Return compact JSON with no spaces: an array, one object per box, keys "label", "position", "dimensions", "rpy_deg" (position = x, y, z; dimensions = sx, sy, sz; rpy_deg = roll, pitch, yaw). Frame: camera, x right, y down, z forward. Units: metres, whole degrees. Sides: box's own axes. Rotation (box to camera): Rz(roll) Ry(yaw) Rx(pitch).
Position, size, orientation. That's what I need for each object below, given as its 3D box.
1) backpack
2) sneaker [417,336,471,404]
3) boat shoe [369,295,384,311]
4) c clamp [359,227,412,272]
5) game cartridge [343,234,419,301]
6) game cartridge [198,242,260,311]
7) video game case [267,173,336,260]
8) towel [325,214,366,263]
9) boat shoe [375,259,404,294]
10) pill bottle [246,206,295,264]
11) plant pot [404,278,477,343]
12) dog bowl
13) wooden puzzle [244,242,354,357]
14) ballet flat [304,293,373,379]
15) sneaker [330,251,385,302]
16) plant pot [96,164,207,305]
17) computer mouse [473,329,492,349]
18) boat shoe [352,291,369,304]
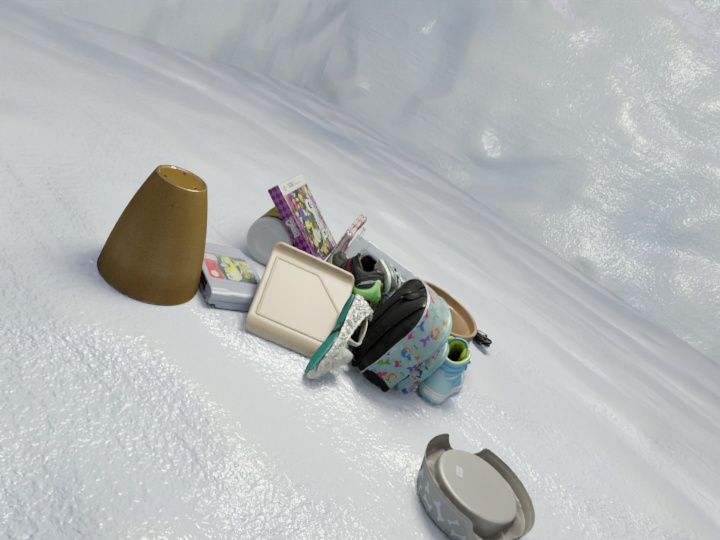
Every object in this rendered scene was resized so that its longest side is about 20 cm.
[{"label":"backpack","position":[0.089,0.124,1.142],"dimensions":[0.149,0.201,0.178],"rpy_deg":[35,17,-21]},{"label":"sneaker","position":[0.198,0.190,1.225],"dimensions":[0.079,0.133,0.199],"rpy_deg":[32,21,15]},{"label":"boat shoe","position":[0.005,0.074,1.332],"dimensions":[0.197,0.064,0.074],"rpy_deg":[27,25,-2]},{"label":"c clamp","position":[0.050,0.005,1.446],"dimensions":[0.197,0.173,0.027],"rpy_deg":[31,-22,7]},{"label":"game cartridge","position":[0.036,0.020,1.412],"dimensions":[0.198,0.134,0.041],"rpy_deg":[36,-20,9]},{"label":"game cartridge","position":[-0.270,0.008,1.184],"dimensions":[0.131,0.041,0.201],"rpy_deg":[16,25,-40]},{"label":"video game case","position":[-0.130,-0.118,1.368],"dimensions":[0.203,0.035,0.181],"rpy_deg":[64,18,-10]},{"label":"towel","position":[-0.043,-0.057,1.455],"dimensions":[0.030,0.148,0.200],"rpy_deg":[34,21,0]},{"label":"boat shoe","position":[0.066,0.013,1.297],"dimensions":[0.060,0.075,0.200],"rpy_deg":[0,2,-5]},{"label":"pill bottle","position":[-0.191,-0.095,1.404],"dimensions":[0.109,0.113,0.201],"rpy_deg":[27,21,-1]},{"label":"plant pot","position":[0.158,0.116,1.326],"dimensions":[0.198,0.094,0.202],"rpy_deg":[27,23,-13]},{"label":"dog bowl","position":[0.177,0.355,0.931],"dimensions":[0.196,0.060,0.201],"rpy_deg":[25,21,-10]},{"label":"wooden puzzle","position":[-0.114,0.063,1.146],"dimensions":[0.182,0.037,0.203],"rpy_deg":[24,55,-11]},{"label":"ballet flat","position":[-0.030,0.128,1.082],"dimensions":[0.071,0.072,0.202],"rpy_deg":[29,54,4]},{"label":"sneaker","position":[0.000,0.000,1.270],"dimensions":[0.076,0.085,0.199],"rpy_deg":[21,10,-36]},{"label":"plant pot","position":[-0.348,-0.076,1.048],"dimensions":[0.183,0.203,0.187],"rpy_deg":[24,20,-10]},{"label":"computer mouse","position":[0.236,0.144,1.492],"dimensions":[0.198,0.053,0.139],"rpy_deg":[25,14,-40]},{"label":"boat shoe","position":[-0.063,0.089,1.225],"dimensions":[0.196,0.073,0.073],"rpy_deg":[3,35,-29]}]
